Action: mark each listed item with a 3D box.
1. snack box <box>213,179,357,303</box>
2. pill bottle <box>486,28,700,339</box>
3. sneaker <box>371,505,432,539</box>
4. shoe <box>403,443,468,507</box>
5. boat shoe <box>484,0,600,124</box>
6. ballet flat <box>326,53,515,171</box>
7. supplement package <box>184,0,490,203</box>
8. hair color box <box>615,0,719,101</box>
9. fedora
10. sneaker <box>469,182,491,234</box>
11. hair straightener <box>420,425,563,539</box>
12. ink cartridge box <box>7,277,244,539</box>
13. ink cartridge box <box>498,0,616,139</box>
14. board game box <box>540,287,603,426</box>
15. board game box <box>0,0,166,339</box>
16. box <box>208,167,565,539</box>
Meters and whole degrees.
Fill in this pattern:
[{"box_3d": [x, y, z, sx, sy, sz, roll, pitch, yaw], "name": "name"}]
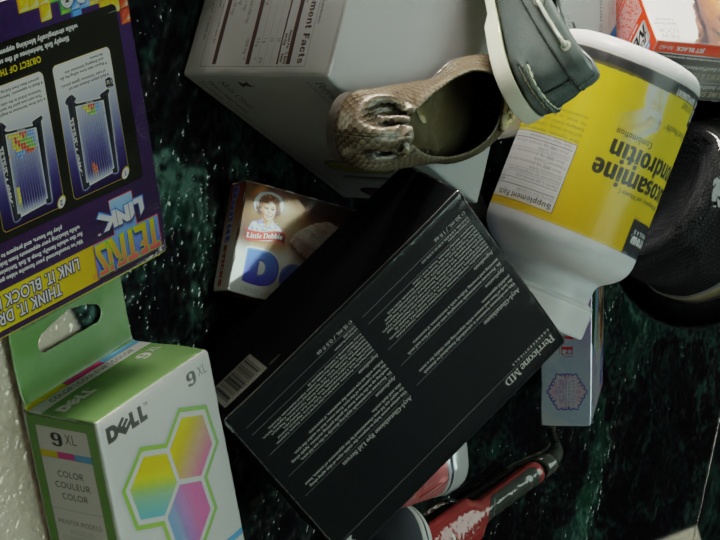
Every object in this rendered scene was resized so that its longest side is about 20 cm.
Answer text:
[{"box_3d": [0.000, 0.000, 1.199, 0.199, 0.024, 0.073, 15, 81, -30], "name": "snack box"}, {"box_3d": [0.155, -0.059, 1.293, 0.112, 0.111, 0.201, 19, 92, -56], "name": "pill bottle"}, {"box_3d": [-0.009, 0.242, 1.234, 0.079, 0.078, 0.201, 48, 55, -55], "name": "sneaker"}, {"box_3d": [0.011, 0.067, 1.252, 0.091, 0.071, 0.202, -17, 97, -40], "name": "shoe"}, {"box_3d": [0.112, -0.188, 1.175, 0.073, 0.061, 0.201, 34, 41, -48], "name": "boat shoe"}, {"box_3d": [0.051, -0.094, 1.120, 0.199, 0.046, 0.068, -15, 108, -55], "name": "ballet flat"}, {"box_3d": [0.002, -0.152, 1.183, 0.200, 0.110, 0.157, 34, 64, -53], "name": "supplement package"}, {"box_3d": [0.252, -0.227, 1.478, 0.064, 0.110, 0.201, 112, -26, -47], "name": "hair color box"}, {"box_3d": [0.258, -0.054, 1.471, 0.091, 0.200, 0.203, 10, 85, -47], "name": "fedora"}, {"box_3d": [0.082, -0.032, 1.354, 0.199, 0.070, 0.083, 28, 76, -52], "name": "sneaker"}, {"box_3d": [0.076, 0.170, 1.367, 0.200, 0.077, 0.041, -37, 105, -31], "name": "hair straightener"}, {"box_3d": [-0.130, 0.105, 1.048, 0.104, 0.059, 0.202, -33, 120, -51], "name": "ink cartridge box"}, {"box_3d": [0.115, -0.179, 1.379, 0.199, 0.083, 0.147, -16, 107, -56], "name": "ink cartridge box"}, {"box_3d": [0.170, 0.008, 1.458, 0.200, 0.041, 0.201, -31, 122, -78], "name": "board game box"}, {"box_3d": [-0.190, -0.058, 0.944, 0.200, 0.056, 0.167, -31, 121, -52], "name": "board game box"}, {"box_3d": [0.010, 0.057, 1.151, 0.200, 0.079, 0.141, -44, 119, -9], "name": "box"}]
